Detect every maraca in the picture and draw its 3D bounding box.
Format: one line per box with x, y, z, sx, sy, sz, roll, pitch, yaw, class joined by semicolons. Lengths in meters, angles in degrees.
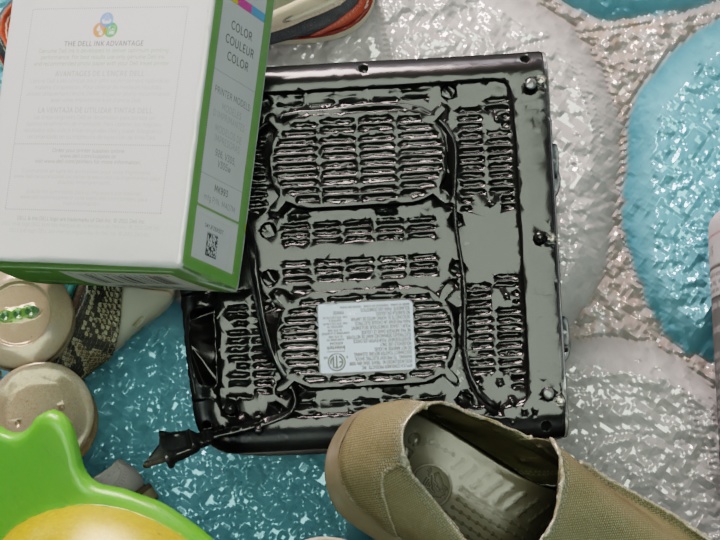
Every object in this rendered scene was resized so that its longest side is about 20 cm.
-0.118;0.152;0.848;0.137;0.107;0.200;-45;85;10;maraca

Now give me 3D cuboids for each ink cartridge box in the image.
-0.099;-0.094;0.869;0.103;0.059;0.202;2;81;24;ink cartridge box

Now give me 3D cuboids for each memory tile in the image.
-0.228;0.039;0.898;0.199;0.017;0.154;-13;72;-5;memory tile

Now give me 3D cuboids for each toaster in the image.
0.000;0.000;0.929;0.198;0.119;0.182;-4;81;2;toaster

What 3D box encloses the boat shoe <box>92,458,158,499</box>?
-0.195;0.138;0.939;0.199;0.075;0.069;-30;86;-2;boat shoe

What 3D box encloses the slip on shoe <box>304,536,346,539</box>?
0.014;0.200;0.827;0.076;0.061;0.201;-20;68;-3;slip on shoe

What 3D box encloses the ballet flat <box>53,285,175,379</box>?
-0.118;-0.022;0.955;0.075;0.068;0.201;7;99;-19;ballet flat

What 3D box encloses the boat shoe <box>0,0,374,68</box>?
-0.090;-0.134;0.981;0.198;0.063;0.072;-8;83;2;boat shoe

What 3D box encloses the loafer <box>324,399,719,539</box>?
0.079;0.115;0.825;0.199;0.067;0.076;24;69;-5;loafer

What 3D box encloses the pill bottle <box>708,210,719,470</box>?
0.222;0.069;0.912;0.113;0.114;0.202;-1;82;2;pill bottle
